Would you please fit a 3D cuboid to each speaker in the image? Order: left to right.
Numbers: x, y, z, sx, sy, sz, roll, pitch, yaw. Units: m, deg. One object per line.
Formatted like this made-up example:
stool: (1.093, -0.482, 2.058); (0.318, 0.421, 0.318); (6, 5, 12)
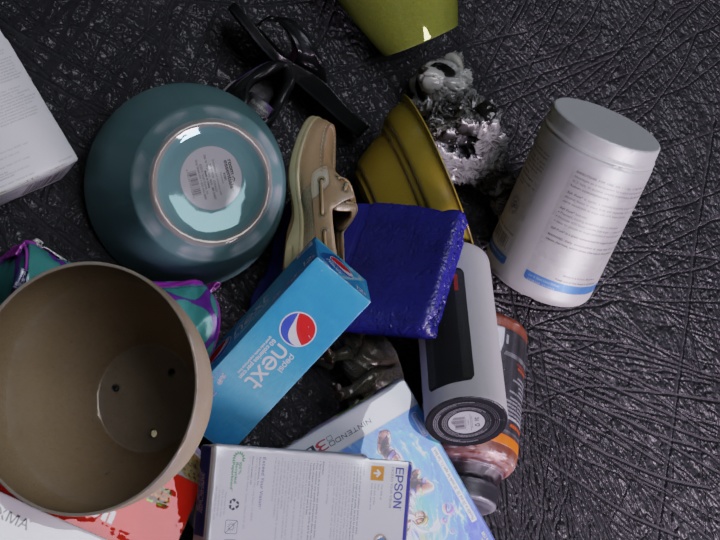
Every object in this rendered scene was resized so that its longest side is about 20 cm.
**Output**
speaker: (0.096, 0.068, 1.320); (0.081, 0.081, 0.200); (23, 43, -25)

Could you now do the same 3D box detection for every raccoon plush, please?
raccoon plush: (0.115, -0.153, 1.553); (0.134, 0.096, 0.200); (-105, 175, -47)

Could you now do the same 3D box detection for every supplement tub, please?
supplement tub: (0.114, 0.148, 1.394); (0.107, 0.107, 0.201); (21, 60, -25)
supplement tub: (0.232, -0.073, 1.486); (0.132, 0.200, 0.132); (19, 25, -9)

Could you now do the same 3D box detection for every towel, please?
towel: (0.000, 0.000, 1.336); (0.050, 0.199, 0.148); (59, 43, -52)

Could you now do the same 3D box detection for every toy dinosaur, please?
toy dinosaur: (0.006, 0.099, 1.360); (0.102, 0.077, 0.200); (-24, 82, -31)

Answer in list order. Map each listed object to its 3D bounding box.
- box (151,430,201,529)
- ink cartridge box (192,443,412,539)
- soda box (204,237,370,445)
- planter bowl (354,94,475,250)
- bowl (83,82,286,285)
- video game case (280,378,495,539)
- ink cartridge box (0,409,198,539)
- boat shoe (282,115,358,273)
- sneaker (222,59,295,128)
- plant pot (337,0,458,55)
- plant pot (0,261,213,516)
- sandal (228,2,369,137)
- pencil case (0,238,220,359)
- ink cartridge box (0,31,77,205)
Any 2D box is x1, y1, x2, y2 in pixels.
box: (-0.140, 0.214, 1.237); (0.041, 0.039, 0.200); (-39, 95, -35)
ink cartridge box: (-0.055, 0.261, 1.213); (0.199, 0.041, 0.200); (9, 81, -25)
soda box: (-0.082, 0.070, 1.242); (0.068, 0.200, 0.064); (40, 12, -15)
planter bowl: (0.047, -0.078, 1.427); (0.083, 0.200, 0.201); (-22, 83, -2)
bowl: (-0.152, -0.080, 1.263); (0.200, 0.105, 0.202); (-1, 93, -19)
video game case: (0.010, 0.234, 1.281); (0.181, 0.045, 0.200); (-30, 89, -11)
ink cartridge box: (-0.245, 0.221, 1.138); (0.200, 0.044, 0.174); (28, 68, -16)
boat shoe: (-0.033, -0.061, 1.321); (0.071, 0.064, 0.201); (57, 33, -62)
sneaker: (-0.133, -0.142, 1.355); (0.076, 0.088, 0.200); (39, 55, -15)
plant pot: (0.030, -0.351, 1.513); (0.187, 0.187, 0.201); (-32, 106, -38)
plant pot: (-0.204, 0.101, 1.123); (0.134, 0.200, 0.201); (29, 45, -73)
sandal: (-0.060, -0.225, 1.446); (0.200, 0.075, 0.048); (41, 96, -22)
pencil case: (-0.230, 0.034, 1.221); (0.199, 0.085, 0.093); (15, 87, -29)
ink cartridge box: (-0.359, -0.159, 1.235); (0.109, 0.050, 0.200); (-30, 88, -38)
